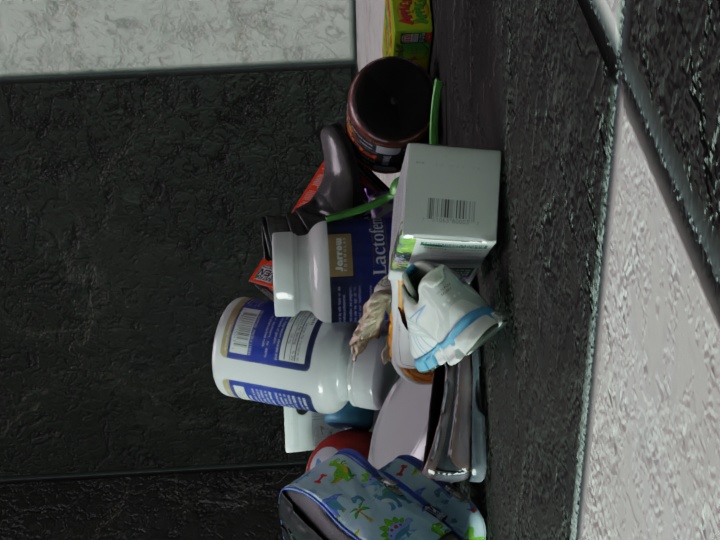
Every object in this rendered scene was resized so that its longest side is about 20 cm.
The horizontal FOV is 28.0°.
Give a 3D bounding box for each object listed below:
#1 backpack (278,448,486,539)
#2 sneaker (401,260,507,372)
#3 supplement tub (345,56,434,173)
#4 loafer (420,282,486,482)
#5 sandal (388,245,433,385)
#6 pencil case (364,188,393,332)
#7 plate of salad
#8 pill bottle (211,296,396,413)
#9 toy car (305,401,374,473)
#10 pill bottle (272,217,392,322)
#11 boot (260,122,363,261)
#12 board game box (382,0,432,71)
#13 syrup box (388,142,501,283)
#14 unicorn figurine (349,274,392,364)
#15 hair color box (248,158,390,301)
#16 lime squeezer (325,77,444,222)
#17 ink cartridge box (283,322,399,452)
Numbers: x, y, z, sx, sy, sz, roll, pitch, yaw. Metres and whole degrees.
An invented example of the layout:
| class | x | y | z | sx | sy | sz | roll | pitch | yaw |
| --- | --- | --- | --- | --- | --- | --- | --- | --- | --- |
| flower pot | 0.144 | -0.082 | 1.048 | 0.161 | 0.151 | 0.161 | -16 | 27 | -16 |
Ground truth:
| class | x | y | z | sx | sy | sz | roll | pitch | yaw |
| --- | --- | --- | --- | --- | --- | --- | --- | --- | --- |
| backpack | 0.022 | 0.274 | 1.431 | 0.199 | 0.146 | 0.184 | 34 | 143 | 30 |
| sneaker | 0.067 | 0.032 | 1.235 | 0.087 | 0.075 | 0.200 | 52 | 168 | 2 |
| supplement tub | 0.035 | -0.176 | 1.721 | 0.200 | 0.106 | 0.108 | 98 | 169 | -80 |
| loafer | 0.083 | 0.100 | 1.369 | 0.072 | 0.062 | 0.203 | 99 | 168 | -78 |
| sandal | 0.069 | 0.045 | 1.436 | 0.059 | 0.079 | 0.208 | 44 | 152 | 46 |
| pencil case | 0.052 | -0.002 | 1.753 | 0.084 | 0.085 | 0.203 | 10 | -102 | -60 |
| plate of salad | 0.065 | 0.169 | 1.575 | 0.201 | 0.048 | 0.201 | -55 | 21 | 32 |
| pill bottle | -0.062 | 0.103 | 1.694 | 0.120 | 0.198 | 0.121 | 9 | -90 | -70 |
| toy car | 0.036 | 0.241 | 1.694 | 0.200 | 0.175 | 0.187 | 138 | 142 | -71 |
| pill bottle | 0.000 | 0.000 | 1.630 | 0.116 | 0.197 | 0.117 | 177 | 90 | -87 |
| boot | -0.059 | -0.072 | 1.714 | 0.070 | 0.130 | 0.202 | 96 | 163 | -76 |
| board game box | 0.056 | -0.281 | 1.770 | 0.200 | 0.047 | 0.103 | 92 | 175 | -66 |
| syrup box | 0.069 | -0.044 | 1.243 | 0.200 | 0.078 | 0.082 | 101 | 174 | -78 |
| unicorn figurine | 0.059 | 0.007 | 1.513 | 0.200 | 0.073 | 0.138 | -57 | -21 | -47 |
| hair color box | -0.043 | -0.039 | 1.819 | 0.061 | 0.101 | 0.201 | 15 | 69 | 52 |
| lime squeezer | 0.048 | -0.110 | 1.591 | 0.200 | 0.070 | 0.038 | -50 | 28 | 13 |
| ink cartridge box | -0.001 | 0.139 | 1.821 | 0.057 | 0.197 | 0.165 | -118 | 25 | -77 |
